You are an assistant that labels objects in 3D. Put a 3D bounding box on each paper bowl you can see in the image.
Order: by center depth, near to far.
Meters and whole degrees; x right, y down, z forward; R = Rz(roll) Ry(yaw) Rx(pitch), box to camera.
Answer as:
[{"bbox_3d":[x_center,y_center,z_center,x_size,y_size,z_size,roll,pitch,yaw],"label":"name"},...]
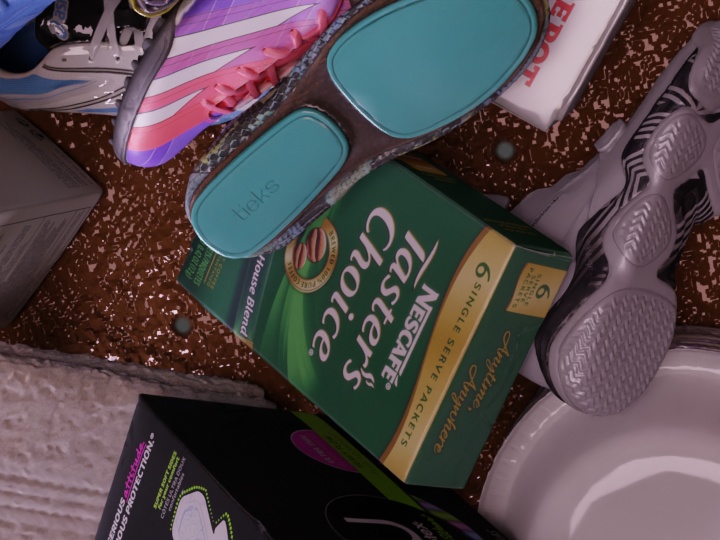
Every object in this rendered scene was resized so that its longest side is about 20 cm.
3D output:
[{"bbox_3d":[0.153,0.132,0.855,0.200,0.104,0.202,2,99,15],"label":"paper bowl"}]

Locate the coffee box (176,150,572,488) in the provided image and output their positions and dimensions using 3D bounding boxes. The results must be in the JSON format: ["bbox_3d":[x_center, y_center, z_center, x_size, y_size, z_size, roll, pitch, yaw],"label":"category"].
[{"bbox_3d":[0.000,0.000,0.847,0.200,0.044,0.123,39,109,43],"label":"coffee box"}]

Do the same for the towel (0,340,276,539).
[{"bbox_3d":[-0.147,0.104,0.911,0.199,0.034,0.133,13,106,-27],"label":"towel"}]

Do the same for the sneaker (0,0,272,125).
[{"bbox_3d":[-0.113,-0.113,0.884,0.199,0.072,0.072,0,74,21],"label":"sneaker"}]

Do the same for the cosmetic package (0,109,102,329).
[{"bbox_3d":[-0.218,-0.015,0.872,0.071,0.200,0.105,41,106,9],"label":"cosmetic package"}]

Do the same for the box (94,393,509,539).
[{"bbox_3d":[-0.020,0.158,0.833,0.200,0.148,0.125,38,113,52],"label":"box"}]

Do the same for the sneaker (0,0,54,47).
[{"bbox_3d":[-0.161,-0.127,0.748,0.200,0.111,0.077,-40,103,-18],"label":"sneaker"}]

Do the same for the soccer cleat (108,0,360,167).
[{"bbox_3d":[-0.042,-0.113,0.804,0.073,0.068,0.200,37,115,-1],"label":"soccer cleat"}]

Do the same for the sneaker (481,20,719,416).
[{"bbox_3d":[0.109,-0.034,0.846,0.115,0.075,0.201,13,71,44],"label":"sneaker"}]

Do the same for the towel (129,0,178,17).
[{"bbox_3d":[-0.075,-0.197,0.819,0.023,0.200,0.144,22,104,-19],"label":"towel"}]

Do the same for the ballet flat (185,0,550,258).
[{"bbox_3d":[0.001,-0.080,0.797,0.200,0.074,0.074,-32,90,26],"label":"ballet flat"}]

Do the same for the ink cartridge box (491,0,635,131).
[{"bbox_3d":[0.044,-0.177,0.839,0.200,0.084,0.146,31,107,8],"label":"ink cartridge box"}]
